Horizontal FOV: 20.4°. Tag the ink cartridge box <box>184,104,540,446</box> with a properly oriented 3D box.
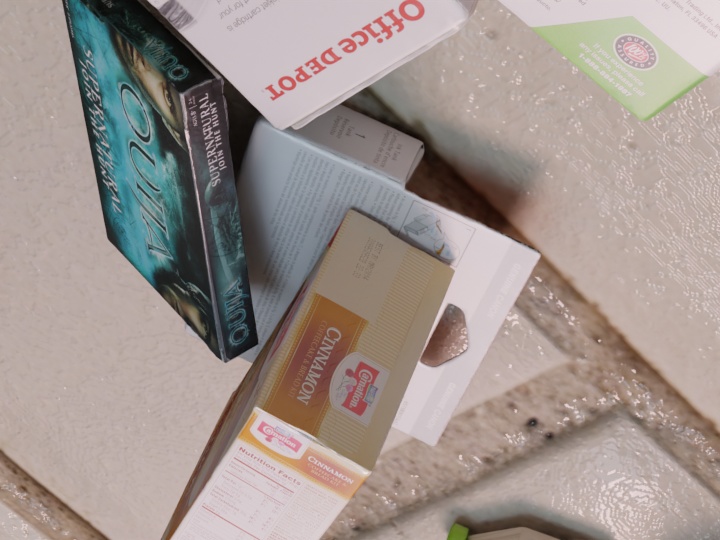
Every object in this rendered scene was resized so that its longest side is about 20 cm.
[{"bbox_3d":[0.000,0.000,1.169,0.172,0.044,0.201,24,138,-1],"label":"ink cartridge box"}]

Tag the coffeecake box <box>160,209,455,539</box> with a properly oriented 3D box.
[{"bbox_3d":[-0.037,0.089,1.130,0.073,0.154,0.200,29,138,-4],"label":"coffeecake box"}]

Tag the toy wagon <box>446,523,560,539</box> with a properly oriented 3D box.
[{"bbox_3d":[0.118,0.250,1.371,0.154,0.040,0.201,20,138,5],"label":"toy wagon"}]

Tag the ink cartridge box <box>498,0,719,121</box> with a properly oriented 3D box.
[{"bbox_3d":[0.149,-0.180,0.888,0.145,0.084,0.200,38,137,-16],"label":"ink cartridge box"}]

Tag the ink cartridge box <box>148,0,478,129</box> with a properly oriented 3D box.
[{"bbox_3d":[-0.048,-0.184,0.973,0.146,0.085,0.200,-25,120,41],"label":"ink cartridge box"}]

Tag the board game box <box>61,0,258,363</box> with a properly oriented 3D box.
[{"bbox_3d":[-0.112,-0.059,1.117,0.135,0.028,0.201,44,152,38],"label":"board game box"}]
